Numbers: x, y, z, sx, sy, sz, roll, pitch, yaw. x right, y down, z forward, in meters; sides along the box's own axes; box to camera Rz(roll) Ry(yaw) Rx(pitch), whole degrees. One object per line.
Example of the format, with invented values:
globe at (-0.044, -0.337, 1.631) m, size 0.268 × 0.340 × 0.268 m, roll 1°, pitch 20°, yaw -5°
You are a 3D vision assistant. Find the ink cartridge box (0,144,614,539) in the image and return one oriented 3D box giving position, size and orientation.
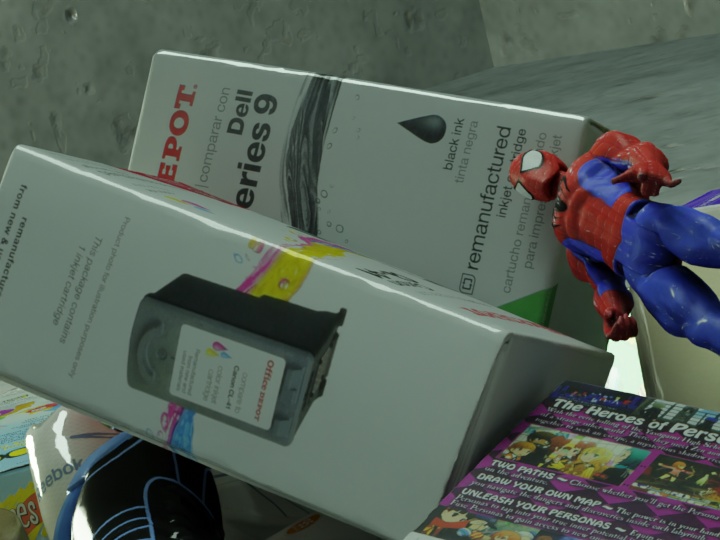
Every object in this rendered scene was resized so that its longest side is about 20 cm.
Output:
ink cartridge box at (-0.026, 0.030, 0.957) m, size 0.199 × 0.086 × 0.147 m, roll 20°, pitch 2°, yaw 21°

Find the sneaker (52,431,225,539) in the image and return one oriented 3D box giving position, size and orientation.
sneaker at (-0.062, 0.117, 0.904) m, size 0.078 × 0.070 × 0.201 m, roll -39°, pitch 29°, yaw 29°

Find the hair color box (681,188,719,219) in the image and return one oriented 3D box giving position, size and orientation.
hair color box at (0.256, 0.005, 1.271) m, size 0.199 × 0.110 × 0.065 m, roll -8°, pitch 8°, yaw 33°

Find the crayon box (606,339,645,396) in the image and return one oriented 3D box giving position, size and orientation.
crayon box at (0.192, 0.032, 1.136) m, size 0.118 × 0.059 × 0.200 m, roll 1°, pitch -12°, yaw -25°

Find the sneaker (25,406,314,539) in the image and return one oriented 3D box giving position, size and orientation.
sneaker at (-0.059, 0.096, 1.075) m, size 0.074 × 0.087 × 0.200 m, roll -35°, pitch -27°, yaw 20°

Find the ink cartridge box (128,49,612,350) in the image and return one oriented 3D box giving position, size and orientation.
ink cartridge box at (0.000, 0.000, 1.082) m, size 0.199 × 0.147 × 0.084 m, roll 10°, pitch -5°, yaw 26°

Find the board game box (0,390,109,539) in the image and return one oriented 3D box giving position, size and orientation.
board game box at (-0.153, 0.121, 1.167) m, size 0.104 × 0.104 × 0.200 m, roll -15°, pitch 8°, yaw 1°

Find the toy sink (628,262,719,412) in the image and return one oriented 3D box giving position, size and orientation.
toy sink at (0.206, 0.005, 0.944) m, size 0.199 × 0.112 × 0.131 m, roll 0°, pitch 44°, yaw -5°

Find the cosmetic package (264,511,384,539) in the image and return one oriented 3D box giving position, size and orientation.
cosmetic package at (0.003, 0.133, 0.927) m, size 0.082 × 0.051 × 0.200 m, roll -27°, pitch 14°, yaw -11°

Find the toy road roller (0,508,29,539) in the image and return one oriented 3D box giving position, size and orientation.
toy road roller at (-0.205, 0.165, 0.922) m, size 0.199 × 0.123 × 0.146 m, roll -15°, pitch 20°, yaw 20°

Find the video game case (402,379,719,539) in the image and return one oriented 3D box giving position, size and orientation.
video game case at (0.109, 0.105, 0.794) m, size 0.199 × 0.036 × 0.181 m, roll 11°, pitch 31°, yaw 28°

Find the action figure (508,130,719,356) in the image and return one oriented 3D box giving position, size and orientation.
action figure at (0.106, -0.006, 0.925) m, size 0.051 × 0.066 × 0.200 m, roll 2°, pitch 18°, yaw -25°
